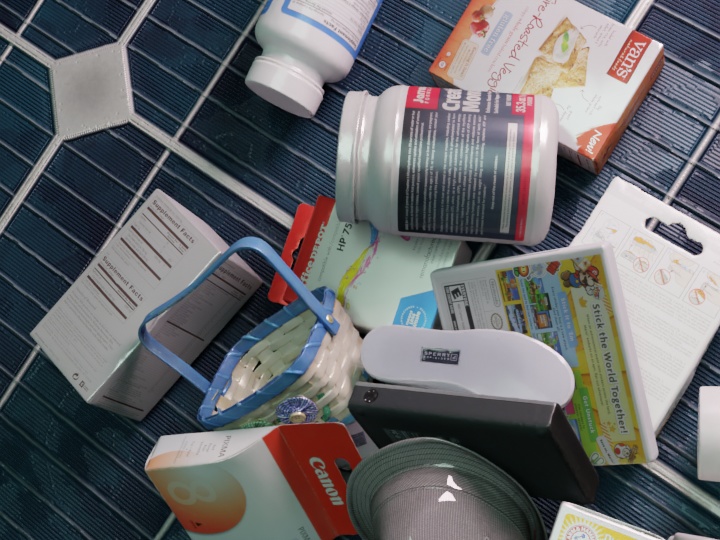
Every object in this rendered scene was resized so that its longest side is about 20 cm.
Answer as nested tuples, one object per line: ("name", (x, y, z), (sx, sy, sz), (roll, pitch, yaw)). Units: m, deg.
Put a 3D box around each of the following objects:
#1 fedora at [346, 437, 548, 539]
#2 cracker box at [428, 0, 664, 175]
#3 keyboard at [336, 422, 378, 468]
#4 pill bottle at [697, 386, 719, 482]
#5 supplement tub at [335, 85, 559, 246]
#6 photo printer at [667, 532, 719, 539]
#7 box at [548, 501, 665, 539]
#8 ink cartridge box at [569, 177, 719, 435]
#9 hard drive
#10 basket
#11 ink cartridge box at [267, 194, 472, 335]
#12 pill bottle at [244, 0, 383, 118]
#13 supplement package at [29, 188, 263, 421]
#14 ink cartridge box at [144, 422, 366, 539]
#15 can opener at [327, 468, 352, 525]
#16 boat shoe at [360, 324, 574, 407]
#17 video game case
("fedora", (0.074, 0.251, 1.070), (0.176, 0.200, 0.091), (-25, 30, 28))
("cracker box", (0.188, -0.205, 1.212), (0.199, 0.058, 0.135), (31, 88, 19))
("keyboard", (-0.007, 0.165, 1.211), (0.198, 0.011, 0.057), (-21, 78, 10))
("pill bottle", (0.397, 0.148, 1.047), (0.198, 0.112, 0.114), (2, 78, 15))
("supplement tub", (0.082, -0.100, 1.128), (0.197, 0.140, 0.142), (5, 79, 5))
("photo printer", (0.314, 0.332, 1.007), (0.069, 0.165, 0.202), (-3, 73, 53))
("box", (0.198, 0.318, 1.063), (0.100, 0.112, 0.202), (18, 83, 17))
("ink cartridge box", (0.257, 0.037, 1.141), (0.161, 0.050, 0.201), (32, 83, 20))
("hard drive", (0.103, 0.157, 1.085), (0.198, 0.140, 0.033), (3, 55, 32))
("basket", (-0.091, 0.077, 1.138), (0.200, 0.140, 0.176), (45, 124, -14))
("ink cartridge box", (0.000, 0.000, 1.213), (0.198, 0.067, 0.117), (16, 82, 18))
("pill bottle", (-0.044, -0.269, 1.262), (0.111, 0.112, 0.202), (25, 86, 19))
("supplement package", (-0.218, 0.038, 1.238), (0.109, 0.114, 0.200), (42, 90, 25))
("ink cartridge box", (-0.082, 0.219, 1.129), (0.198, 0.163, 0.050), (-6, 38, 25))
("can opener", (0.050, 0.230, 1.154), (0.198, 0.066, 0.053), (8, 81, 12))
("boat shoe", (0.100, 0.091, 1.097), (0.198, 0.065, 0.074), (13, 73, 19))
("video game case", (0.166, 0.084, 1.104), (0.180, 0.023, 0.202), (-9, 98, 34))
